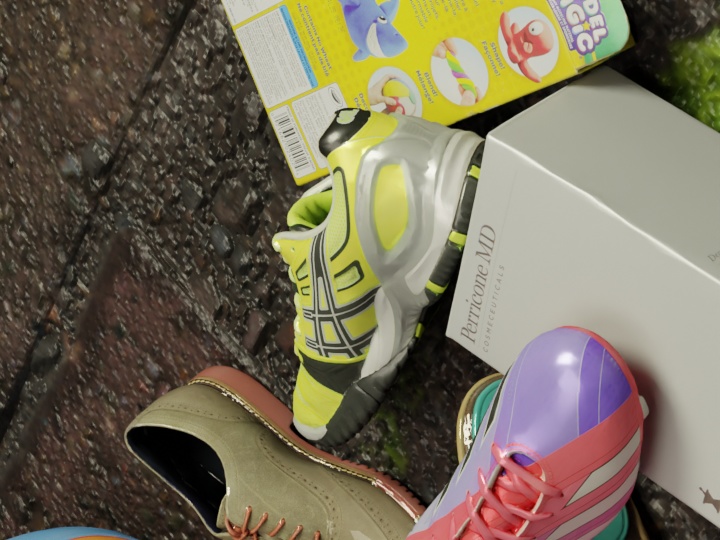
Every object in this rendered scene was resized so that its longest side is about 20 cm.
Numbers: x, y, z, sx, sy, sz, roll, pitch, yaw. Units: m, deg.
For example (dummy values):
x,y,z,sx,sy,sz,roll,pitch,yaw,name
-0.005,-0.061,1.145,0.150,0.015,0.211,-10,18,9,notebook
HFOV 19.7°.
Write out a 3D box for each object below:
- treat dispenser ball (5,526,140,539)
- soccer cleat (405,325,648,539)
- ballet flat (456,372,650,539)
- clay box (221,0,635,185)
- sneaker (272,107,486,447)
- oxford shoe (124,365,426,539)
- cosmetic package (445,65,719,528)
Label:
x,y,z,sx,sy,sz,roll,pitch,yaw,name
-0.151,0.235,1.080,0.200,0.201,0.202,19,121,36,treat dispenser ball
0.052,0.102,0.817,0.067,0.076,0.200,44,139,17,soccer cleat
0.100,0.138,0.906,0.200,0.069,0.063,58,164,10,ballet flat
0.029,-0.119,0.864,0.200,0.048,0.115,-19,96,44,clay box
0.000,0.000,0.904,0.076,0.075,0.200,27,135,3,sneaker
-0.033,0.125,1.011,0.200,0.075,0.071,32,125,27,oxford shoe
0.137,0.021,0.797,0.200,0.081,0.113,32,135,27,cosmetic package
